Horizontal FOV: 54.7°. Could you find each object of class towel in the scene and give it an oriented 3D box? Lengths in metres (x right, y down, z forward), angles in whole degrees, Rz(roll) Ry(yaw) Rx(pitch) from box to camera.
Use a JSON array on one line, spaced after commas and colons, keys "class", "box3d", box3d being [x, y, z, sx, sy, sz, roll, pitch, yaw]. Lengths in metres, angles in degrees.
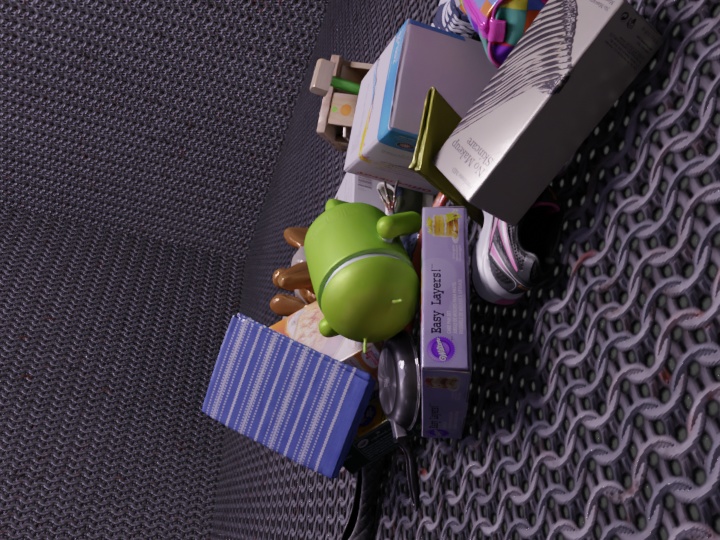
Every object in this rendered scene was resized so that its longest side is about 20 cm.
[{"class": "towel", "box3d": [0.107, -0.108, 0.730, 0.018, 0.200, 0.086, 4, 78, 32]}, {"class": "towel", "box3d": [-0.092, 0.154, 0.862, 0.145, 0.199, 0.024, -70, -15, 11]}]

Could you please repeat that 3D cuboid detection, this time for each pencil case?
[{"class": "pencil case", "box3d": [0.147, -0.282, 0.737, 0.200, 0.088, 0.089, -99, 27, -55]}]

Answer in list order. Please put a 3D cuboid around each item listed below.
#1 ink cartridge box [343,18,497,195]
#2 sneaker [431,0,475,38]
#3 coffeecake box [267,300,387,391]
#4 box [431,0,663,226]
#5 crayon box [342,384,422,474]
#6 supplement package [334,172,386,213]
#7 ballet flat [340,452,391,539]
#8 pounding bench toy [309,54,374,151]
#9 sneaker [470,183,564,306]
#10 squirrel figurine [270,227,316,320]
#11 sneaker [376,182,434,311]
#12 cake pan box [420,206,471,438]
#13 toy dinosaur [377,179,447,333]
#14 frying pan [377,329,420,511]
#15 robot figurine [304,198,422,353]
[{"class": "ink cartridge box", "box3d": [0.083, -0.204, 0.923, 0.200, 0.146, 0.147, 158, 123, -72]}, {"class": "sneaker", "box3d": [0.138, -0.341, 0.980, 0.200, 0.070, 0.109, -109, 39, -76]}, {"class": "coffeecake box", "box3d": [-0.054, 0.115, 0.941, 0.200, 0.073, 0.154, -29, 31, 15]}, {"class": "box", "box3d": [0.158, -0.146, 0.612, 0.200, 0.068, 0.082, -54, 39, 18]}, {"class": "crayon box", "box3d": [0.014, 0.157, 0.938, 0.126, 0.052, 0.200, -34, 29, 14]}, {"class": "supplement package", "box3d": [0.008, -0.076, 1.165, 0.200, 0.109, 0.114, 120, 158, -48]}, {"class": "ballet flat", "box3d": [-0.006, 0.325, 0.974, 0.066, 0.057, 0.201, -157, 80, -76]}, {"class": "pounding bench toy", "box3d": [0.023, -0.256, 1.072, 0.200, 0.155, 0.125, 16, -94, -74]}, {"class": "sneaker", "box3d": [0.163, -0.068, 0.684, 0.086, 0.080, 0.201, -27, 58, 56]}, {"class": "squirrel figurine", "box3d": [-0.040, 0.047, 1.074, 0.142, 0.199, 0.187, -105, 17, -54]}, {"class": "sneaker", "box3d": [0.051, -0.042, 1.010, 0.067, 0.090, 0.201, 137, 143, -64]}, {"class": "cake pan box", "box3d": [0.089, 0.062, 0.739, 0.200, 0.052, 0.185, 80, -167, -59]}, {"class": "toy dinosaur", "box3d": [0.091, -0.028, 0.888, 0.182, 0.105, 0.200, -54, 42, 33]}, {"class": "frying pan", "box3d": [0.042, 0.163, 0.802, 0.115, 0.031, 0.191, -153, 65, -74]}, {"class": "robot figurine", "box3d": [0.000, 0.000, 0.807, 0.176, 0.115, 0.200, -58, 31, 27]}]
